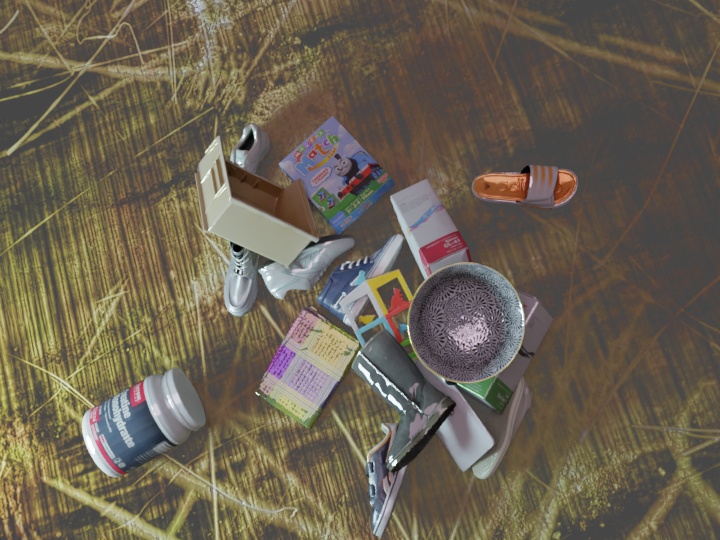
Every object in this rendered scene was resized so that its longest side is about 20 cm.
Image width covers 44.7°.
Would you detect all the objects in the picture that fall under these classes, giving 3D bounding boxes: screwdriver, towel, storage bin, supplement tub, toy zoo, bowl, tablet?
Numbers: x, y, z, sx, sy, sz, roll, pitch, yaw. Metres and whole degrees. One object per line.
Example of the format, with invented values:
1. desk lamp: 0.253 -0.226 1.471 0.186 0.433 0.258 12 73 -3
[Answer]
1. screwdriver: 0.167 0.113 1.576 0.029 0.028 0.203 -7 55 22
2. towel: -0.098 0.184 1.686 0.142 0.023 0.202 30 83 14
3. storage bin: -0.198 -0.130 1.641 0.094 0.198 0.200 -45 40 26
4. supplement tub: -0.408 0.285 1.650 0.198 0.140 0.142 -29 73 1
5. toy zoo: 0.048 0.090 1.646 0.130 0.020 0.202 -27 96 1
6. bowl: 0.180 0.087 1.507 0.197 0.094 0.205 0 91 4
7. tablet: 0.155 0.256 1.580 0.014 0.131 0.201 -24 69 -35

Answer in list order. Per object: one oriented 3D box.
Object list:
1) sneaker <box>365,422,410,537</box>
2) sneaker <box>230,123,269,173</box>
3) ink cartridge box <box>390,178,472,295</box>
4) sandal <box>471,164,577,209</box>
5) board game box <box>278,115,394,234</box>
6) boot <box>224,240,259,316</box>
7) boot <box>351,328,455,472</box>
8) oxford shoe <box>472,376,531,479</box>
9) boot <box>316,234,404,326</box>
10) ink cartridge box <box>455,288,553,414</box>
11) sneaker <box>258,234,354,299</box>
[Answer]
1. sneaker: 0.042 0.374 1.587 0.078 0.079 0.203 18 69 8
2. sneaker: -0.244 -0.203 1.770 0.069 0.080 0.204 14 80 10
3. ink cartridge box: 0.137 -0.045 1.602 0.084 0.149 0.202 -23 48 1
4. sandal: 0.316 -0.163 1.684 0.202 0.059 0.081 -1 76 9
5. board game box: -0.050 -0.193 1.751 0.151 0.037 0.200 -41 64 -2
6. boot: -0.238 -0.017 1.720 0.072 0.096 0.204 5 77 10
7. boot: 0.052 0.232 1.571 0.199 0.073 0.182 40 84 22
8. oxford shoe: 0.260 0.284 1.583 0.075 0.057 0.203 11 76 53
9. boot: 0.000 0.000 1.688 0.090 0.073 0.202 32 84 10
10. ink cartridge box: 0.236 0.131 1.584 0.145 0.084 0.202 25 80 43
11. sneaker: -0.098 -0.011 1.719 0.197 0.070 0.081 -24 101 -4
